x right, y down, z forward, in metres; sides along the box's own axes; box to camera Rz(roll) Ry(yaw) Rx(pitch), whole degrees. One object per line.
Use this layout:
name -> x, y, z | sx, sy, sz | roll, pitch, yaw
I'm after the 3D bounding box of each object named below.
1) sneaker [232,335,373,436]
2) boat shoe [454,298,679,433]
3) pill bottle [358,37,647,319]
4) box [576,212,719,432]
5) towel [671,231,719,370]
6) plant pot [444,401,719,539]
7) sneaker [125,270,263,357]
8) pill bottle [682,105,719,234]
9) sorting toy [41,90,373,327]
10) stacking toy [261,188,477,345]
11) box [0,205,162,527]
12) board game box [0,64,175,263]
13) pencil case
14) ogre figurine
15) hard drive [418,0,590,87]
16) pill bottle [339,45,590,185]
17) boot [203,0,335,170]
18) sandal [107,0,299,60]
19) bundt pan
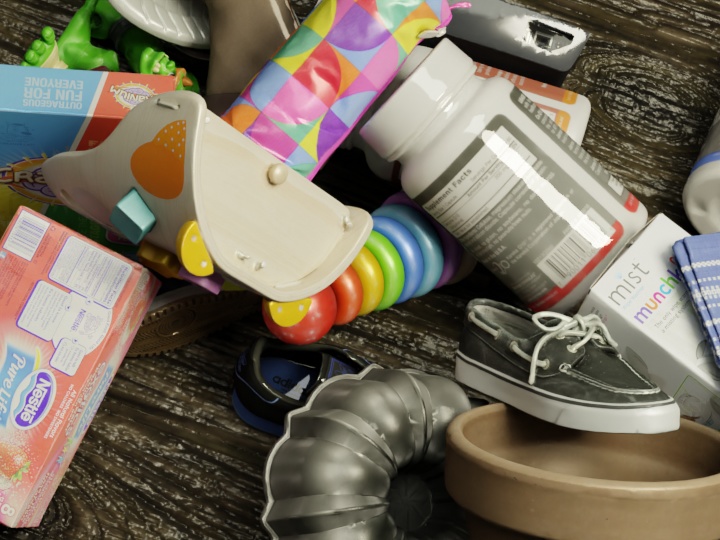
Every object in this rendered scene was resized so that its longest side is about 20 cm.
sneaker -> 0.002, 0.101, 1.386 | 0.200, 0.078, 0.070 | 14, 59, -1
boat shoe -> 0.139, 0.060, 1.278 | 0.073, 0.199, 0.068 | -3, 103, -31
pill bottle -> 0.103, -0.069, 1.388 | 0.200, 0.114, 0.114 | 43, 61, -4
box -> 0.230, 0.088, 1.362 | 0.176, 0.200, 0.097 | 39, 61, 14
towel -> 0.302, 0.055, 1.269 | 0.144, 0.024, 0.200 | -8, 64, -17
plant pot -> 0.147, 0.192, 1.238 | 0.200, 0.200, 0.175 | 3, 102, -8
sneaker -> -0.124, -0.014, 1.436 | 0.200, 0.070, 0.109 | -24, 66, -22
pill bottle -> 0.348, -0.116, 1.548 | 0.114, 0.114, 0.200 | 26, 59, 5
sorting toy -> -0.127, -0.039, 1.312 | 0.180, 0.200, 0.107 | 9, 74, 40
stacking toy -> 0.000, 0.000, 1.407 | 0.085, 0.085, 0.200 | 47, 44, 17
box -> -0.230, 0.069, 1.315 | 0.102, 0.095, 0.200 | 25, 84, 5
board game box -> -0.217, -0.074, 1.378 | 0.153, 0.200, 0.040 | 3, 60, -7
pencil case -> -0.016, -0.148, 1.367 | 0.088, 0.088, 0.200 | 43, 90, 15
ogre figurine -> -0.196, -0.145, 1.483 | 0.120, 0.200, 0.098 | 33, 104, -2
hard drive -> 0.076, -0.187, 1.535 | 0.200, 0.135, 0.042 | 17, 74, -2
pill bottle -> 0.074, -0.113, 1.499 | 0.200, 0.112, 0.112 | 18, 59, 5
boot -> -0.090, -0.163, 1.442 | 0.200, 0.070, 0.147 | 21, 88, 10
sandal -> -0.131, -0.200, 1.522 | 0.202, 0.050, 0.083 | 7, 52, -43
bundt pan -> 0.036, 0.161, 1.316 | 0.201, 0.076, 0.202 | 6, 77, -26
